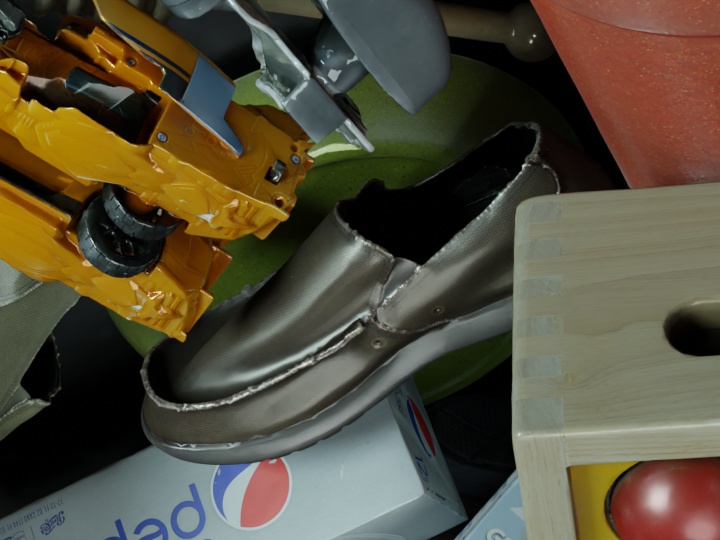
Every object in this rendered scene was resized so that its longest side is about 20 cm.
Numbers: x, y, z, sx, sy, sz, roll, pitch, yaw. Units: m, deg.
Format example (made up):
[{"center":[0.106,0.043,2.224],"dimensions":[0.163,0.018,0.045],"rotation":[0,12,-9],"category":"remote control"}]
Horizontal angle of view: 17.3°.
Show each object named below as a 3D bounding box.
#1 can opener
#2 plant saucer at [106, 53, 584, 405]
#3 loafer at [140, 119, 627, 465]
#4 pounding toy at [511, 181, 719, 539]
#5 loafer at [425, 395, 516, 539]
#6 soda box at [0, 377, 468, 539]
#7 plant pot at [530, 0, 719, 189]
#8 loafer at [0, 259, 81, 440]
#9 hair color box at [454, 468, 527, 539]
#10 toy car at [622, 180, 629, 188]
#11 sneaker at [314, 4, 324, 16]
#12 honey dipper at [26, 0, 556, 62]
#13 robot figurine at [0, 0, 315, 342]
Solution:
[{"center":[-0.043,-0.113,0.717],"dimensions":[0.067,0.053,0.200],"rotation":[-40,126,1],"category":"can opener"},{"center":[-0.002,-0.001,0.918],"dimensions":[0.198,0.031,0.201],"rotation":[-8,137,-7],"category":"plant saucer"},{"center":[0.000,0.000,0.856],"dimensions":[0.199,0.073,0.071],"rotation":[-28,125,8],"category":"loafer"},{"center":[0.151,0.065,0.723],"dimensions":[0.198,0.143,0.185],"rotation":[-4,134,9],"category":"pounding toy"},{"center":[0.116,0.103,0.990],"dimensions":[0.198,0.072,0.063],"rotation":[12,124,0],"category":"loafer"},{"center":[-0.063,0.105,0.926],"dimensions":[0.199,0.069,0.063],"rotation":[-27,158,10],"category":"soda box"},{"center":[0.131,-0.114,0.755],"dimensions":[0.199,0.202,0.196],"rotation":[-21,142,6],"category":"plant pot"},{"center":[-0.150,0.049,0.906],"dimensions":[0.069,0.076,0.201],"rotation":[14,127,-20],"category":"loafer"},{"center":[0.054,0.128,0.899],"dimensions":[0.061,0.099,0.200],"rotation":[40,91,5],"category":"hair color box"},{"center":[0.210,0.054,0.891],"dimensions":[0.183,0.177,0.202],"rotation":[-14,108,0],"category":"toy car"},{"center":[-0.042,-0.145,0.762],"dimensions":[0.082,0.078,0.200],"rotation":[-23,126,18],"category":"sneaker"},{"center":[-0.019,-0.094,0.834],"dimensions":[0.198,0.038,0.038],"rotation":[7,130,-23],"category":"honey dipper"},{"center":[-0.121,-0.058,0.783],"dimensions":[0.199,0.058,0.145],"rotation":[31,142,-10],"category":"robot figurine"}]
